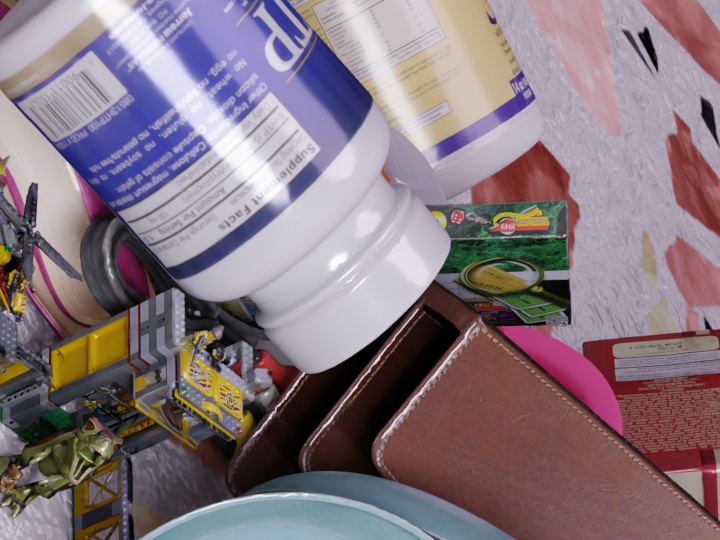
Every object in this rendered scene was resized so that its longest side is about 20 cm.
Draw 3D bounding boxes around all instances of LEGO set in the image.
[{"bbox_3d":[-0.116,0.062,1.211,0.200,0.115,0.154,46,31,-36],"label":"LEGO set"}]

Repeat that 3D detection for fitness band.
[{"bbox_3d":[0.066,0.100,1.516,0.201,0.143,0.038,-81,177,-50],"label":"fitness band"}]

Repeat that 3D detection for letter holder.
[{"bbox_3d":[0.055,0.115,1.329,0.200,0.142,0.101,40,-1,-29],"label":"letter holder"}]

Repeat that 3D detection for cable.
[{"bbox_3d":[-0.057,0.035,1.338,0.097,0.050,0.201,-61,139,-35],"label":"cable"}]

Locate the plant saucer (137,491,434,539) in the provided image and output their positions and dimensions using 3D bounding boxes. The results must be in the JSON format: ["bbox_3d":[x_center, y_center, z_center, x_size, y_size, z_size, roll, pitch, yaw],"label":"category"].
[{"bbox_3d":[-0.038,0.178,1.200,0.200,0.199,0.036,55,2,-22],"label":"plant saucer"}]

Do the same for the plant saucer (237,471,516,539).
[{"bbox_3d":[0.033,0.145,1.270,0.200,0.199,0.028,49,58,-32],"label":"plant saucer"}]

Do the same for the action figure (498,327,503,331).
[{"bbox_3d":[0.031,0.074,1.465,0.051,0.066,0.200,26,43,6],"label":"action figure"}]

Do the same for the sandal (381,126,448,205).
[{"bbox_3d":[-0.052,-0.030,1.460,0.205,0.059,0.080,-5,62,-32],"label":"sandal"}]

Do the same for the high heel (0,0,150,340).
[{"bbox_3d":[-0.155,-0.042,1.290,0.096,0.067,0.201,-99,166,-51],"label":"high heel"}]

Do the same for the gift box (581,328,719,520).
[{"bbox_3d":[0.220,0.144,1.658,0.200,0.183,0.188,-77,163,-63],"label":"gift box"}]

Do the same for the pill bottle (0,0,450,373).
[{"bbox_3d":[-0.058,-0.057,1.255,0.200,0.119,0.120,48,29,-15],"label":"pill bottle"}]

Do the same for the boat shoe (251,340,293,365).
[{"bbox_3d":[-0.020,0.034,1.483,0.075,0.068,0.200,62,26,-13],"label":"boat shoe"}]

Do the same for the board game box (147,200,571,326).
[{"bbox_3d":[0.000,0.000,1.372,0.105,0.198,0.024,78,11,-63],"label":"board game box"}]

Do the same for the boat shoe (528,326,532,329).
[{"bbox_3d":[0.086,0.118,1.617,0.062,0.074,0.201,27,50,-60],"label":"boat shoe"}]

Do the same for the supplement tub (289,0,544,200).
[{"bbox_3d":[-0.004,-0.130,1.570,0.201,0.145,0.145,63,25,-7],"label":"supplement tub"}]

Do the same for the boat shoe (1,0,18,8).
[{"bbox_3d":[-0.128,-0.100,1.396,0.200,0.063,0.074,30,42,-51],"label":"boat shoe"}]
